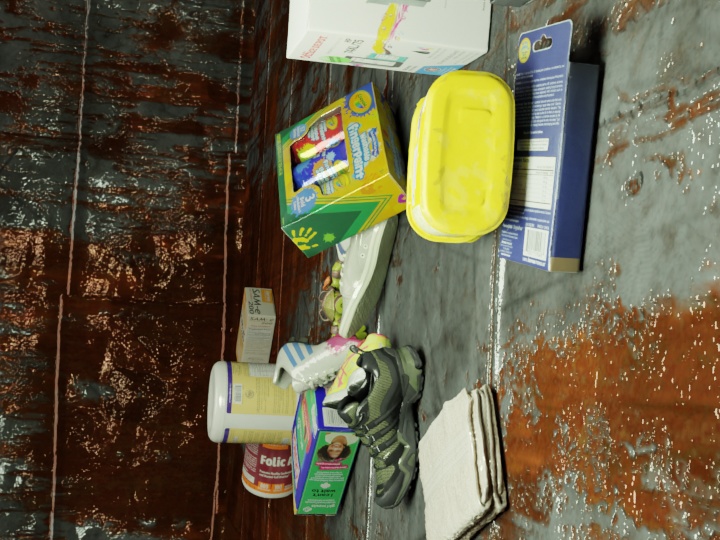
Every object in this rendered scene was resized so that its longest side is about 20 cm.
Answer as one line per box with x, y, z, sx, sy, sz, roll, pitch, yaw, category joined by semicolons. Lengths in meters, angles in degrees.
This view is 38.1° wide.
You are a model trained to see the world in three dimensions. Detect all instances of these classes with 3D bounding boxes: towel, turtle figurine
0.097;0.208;1.059;0.200;0.034;0.133;113;158;-56;towel
-0.032;0.044;1.621;0.161;0.064;0.201;-131;46;-73;turtle figurine

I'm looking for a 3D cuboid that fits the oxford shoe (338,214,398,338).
0.000;0.000;1.449;0.075;0.058;0.201;-30;-41;-59;oxford shoe

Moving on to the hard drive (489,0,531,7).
0.162;-0.352;0.938;0.140;0.038;0.201;179;95;-78;hard drive

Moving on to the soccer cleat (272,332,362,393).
-0.055;0.144;1.543;0.200;0.070;0.087;-9;52;49;soccer cleat

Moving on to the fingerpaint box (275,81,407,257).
-0.028;-0.141;1.423;0.073;0.166;0.201;48;-156;-41;fingerpaint box

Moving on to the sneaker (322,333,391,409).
0.005;0.143;1.432;0.200;0.078;0.091;133;147;-62;sneaker

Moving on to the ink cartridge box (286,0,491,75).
0.028;-0.308;1.150;0.147;0.199;0.147;180;94;-78;ink cartridge box

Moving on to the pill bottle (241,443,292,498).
-0.164;0.328;2.016;0.114;0.114;0.201;-113;29;-64;pill bottle

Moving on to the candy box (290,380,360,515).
-0.058;0.258;1.644;0.169;0.077;0.201;-100;18;-51;candy box

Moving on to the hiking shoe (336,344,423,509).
0.017;0.189;1.269;0.076;0.100;0.201;179;95;-78;hiking shoe

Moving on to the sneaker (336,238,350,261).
-0.030;-0.092;1.615;0.200;0.075;0.088;-102;26;-53;sneaker

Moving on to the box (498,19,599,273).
0.159;-0.104;0.882;0.121;0.032;0.201;-150;63;-76;box

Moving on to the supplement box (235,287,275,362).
-0.264;0.159;2.608;0.126;0.073;0.201;-107;25;-57;supplement box

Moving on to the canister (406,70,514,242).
0.090;-0.100;0.969;0.200;0.086;0.149;-71;-15;-88;canister

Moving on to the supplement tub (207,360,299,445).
-0.167;0.237;1.857;0.145;0.199;0.146;-176;90;-77;supplement tub
